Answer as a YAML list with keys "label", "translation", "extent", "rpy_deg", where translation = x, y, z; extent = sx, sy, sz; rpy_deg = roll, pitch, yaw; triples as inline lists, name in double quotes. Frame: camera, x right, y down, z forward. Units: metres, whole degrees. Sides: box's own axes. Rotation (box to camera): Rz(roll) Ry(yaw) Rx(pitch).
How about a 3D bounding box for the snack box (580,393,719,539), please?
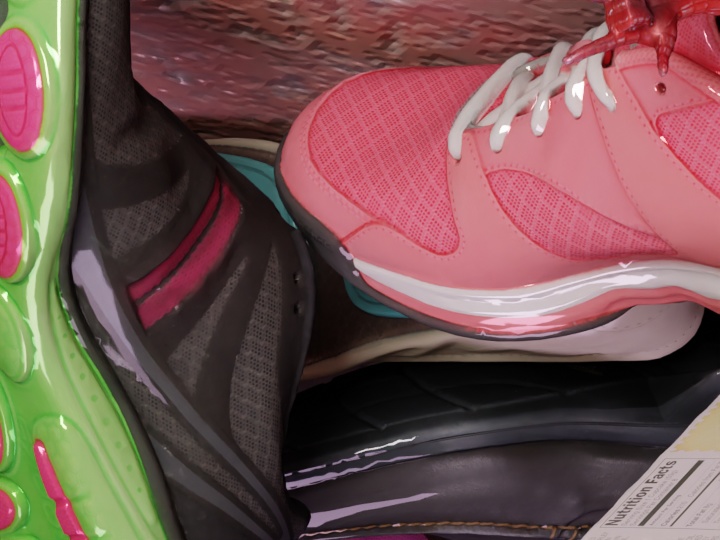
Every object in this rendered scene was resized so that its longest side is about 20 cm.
- label: "snack box"
  translation: [0.133, 0.042, 0.656]
  extent: [0.116, 0.200, 0.037]
  rpy_deg: [0, 115, 36]

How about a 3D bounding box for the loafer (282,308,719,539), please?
- label: "loafer"
  translation: [0.053, 0.058, 0.790]
  extent: [0.199, 0.073, 0.073]
  rpy_deg: [-8, -167, -9]

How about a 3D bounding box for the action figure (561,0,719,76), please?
- label: "action figure"
  translation: [0.069, -0.068, 0.556]
  extent: [0.199, 0.052, 0.065]
  rpy_deg: [16, 159, -20]

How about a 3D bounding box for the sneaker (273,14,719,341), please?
- label: "sneaker"
  translation: [0.068, -0.033, 0.662]
  extent: [0.199, 0.074, 0.087]
  rpy_deg: [9, 135, 29]

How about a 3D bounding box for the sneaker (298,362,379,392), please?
- label: "sneaker"
  translation: [-0.081, 0.022, 0.905]
  extent: [0.199, 0.077, 0.080]
  rpy_deg: [22, 170, -26]

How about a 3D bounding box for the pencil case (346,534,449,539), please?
- label: "pencil case"
  translation: [-0.004, 0.099, 0.866]
  extent: [0.200, 0.094, 0.091]
  rpy_deg: [21, 138, -34]

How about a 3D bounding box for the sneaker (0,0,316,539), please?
- label: "sneaker"
  translation: [-0.058, -0.005, 0.692]
  extent: [0.077, 0.084, 0.201]
  rpy_deg: [17, 127, 41]

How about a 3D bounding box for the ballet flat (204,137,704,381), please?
- label: "ballet flat"
  translation: [0.000, 0.000, 0.793]
  extent: [0.199, 0.070, 0.069]
  rpy_deg: [2, 160, 30]
